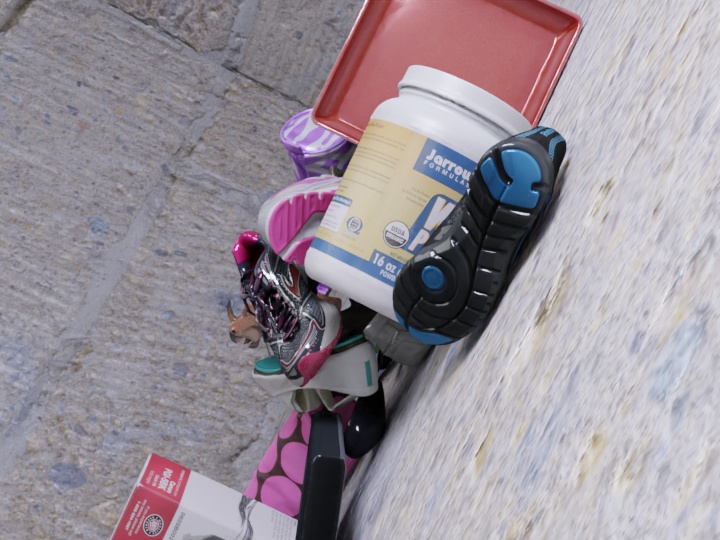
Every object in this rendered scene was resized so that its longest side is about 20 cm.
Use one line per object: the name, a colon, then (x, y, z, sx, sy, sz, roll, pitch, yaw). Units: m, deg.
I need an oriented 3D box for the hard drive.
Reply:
hard drive: (-0.038, 0.213, 1.081, 0.200, 0.032, 0.142, -111, 29, -86)

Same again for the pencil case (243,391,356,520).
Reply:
pencil case: (-0.060, 0.222, 1.290, 0.090, 0.094, 0.202, 0, -52, -42)

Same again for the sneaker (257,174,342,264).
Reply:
sneaker: (-0.013, -0.057, 1.147, 0.088, 0.197, 0.083, 23, 113, 57)

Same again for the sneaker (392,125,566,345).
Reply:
sneaker: (0.094, -0.022, 0.907, 0.082, 0.073, 0.201, -41, -11, -52)

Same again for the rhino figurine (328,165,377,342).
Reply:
rhino figurine: (0.000, 0.000, 1.219, 0.060, 0.086, 0.204, -175, 89, -77)

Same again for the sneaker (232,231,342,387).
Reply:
sneaker: (-0.077, 0.036, 1.153, 0.081, 0.074, 0.201, -51, 33, 14)

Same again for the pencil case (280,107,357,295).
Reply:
pencil case: (-0.036, -0.073, 1.289, 0.085, 0.083, 0.202, -38, -44, -32)

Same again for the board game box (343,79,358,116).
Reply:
board game box: (0.003, -0.161, 1.273, 0.030, 0.097, 0.200, -21, 6, 4)

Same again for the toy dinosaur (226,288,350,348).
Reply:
toy dinosaur: (-0.067, 0.004, 1.433, 0.086, 0.134, 0.202, 118, 177, -58)

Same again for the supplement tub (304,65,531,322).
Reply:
supplement tub: (0.052, -0.058, 1.046, 0.145, 0.143, 0.202, -175, 111, -87)

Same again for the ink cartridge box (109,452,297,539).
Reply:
ink cartridge box: (-0.157, 0.300, 1.220, 0.148, 0.198, 0.083, -63, 6, 12)

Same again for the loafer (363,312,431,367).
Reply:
loafer: (0.055, 0.005, 1.177, 0.070, 0.069, 0.201, -60, 5, 43)

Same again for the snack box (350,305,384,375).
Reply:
snack box: (0.032, 0.028, 1.426, 0.202, 0.067, 0.169, -64, 2, -22)

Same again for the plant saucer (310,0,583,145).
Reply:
plant saucer: (0.082, -0.186, 1.148, 0.202, 0.198, 0.037, -64, -7, -3)

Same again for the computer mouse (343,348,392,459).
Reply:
computer mouse: (0.020, 0.122, 1.225, 0.201, 0.034, 0.059, -65, -9, -56)

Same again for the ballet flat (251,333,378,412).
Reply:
ballet flat: (-0.047, 0.109, 1.194, 0.199, 0.069, 0.070, -17, 42, 56)
